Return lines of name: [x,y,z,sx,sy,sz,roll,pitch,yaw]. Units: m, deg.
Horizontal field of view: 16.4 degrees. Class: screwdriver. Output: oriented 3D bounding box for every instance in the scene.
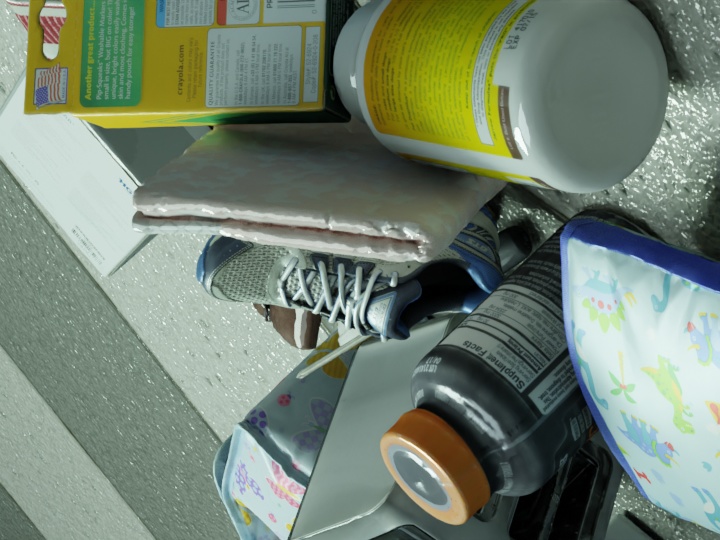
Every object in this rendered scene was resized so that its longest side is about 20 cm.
screwdriver: [0.030,0.022,1.648,0.199,0.028,0.029,-27,84,29]

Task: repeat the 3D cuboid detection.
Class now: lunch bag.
lunch bag: [-0.017,0.128,1.850,0.127,0.170,0.200,41,157,13]
lunch bag: [0.210,0.058,1.399,0.170,0.128,0.200,21,154,48]

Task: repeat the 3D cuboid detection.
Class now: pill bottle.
pill bottle: [0.102,0.062,1.499,0.106,0.200,0.106,39,156,21]
pill bottle: [0.072,-0.108,1.403,0.199,0.109,0.110,14,140,52]

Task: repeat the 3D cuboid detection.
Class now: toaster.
toaster: [0.070,0.140,1.662,0.181,0.201,0.118,37,145,-25]

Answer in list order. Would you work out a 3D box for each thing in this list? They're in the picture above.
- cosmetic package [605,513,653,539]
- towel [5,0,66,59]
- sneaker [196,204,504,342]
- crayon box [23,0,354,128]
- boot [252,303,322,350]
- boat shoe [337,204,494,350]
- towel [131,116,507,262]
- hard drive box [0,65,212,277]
cosmetic package: [0.175,0.319,1.769,0.165,0.200,0.165,39,155,22]
towel: [-0.143,-0.147,1.665,0.143,0.023,0.200,3,165,10]
sneaker: [0.000,0.000,1.528,0.077,0.199,0.085,102,156,-43]
crayon box: [-0.103,-0.153,1.517,0.199,0.127,0.052,0,174,20]
boot: [-0.022,-0.024,1.662,0.200,0.072,0.168,-137,47,-58]
boat shoe: [0.026,-0.014,1.687,0.070,0.071,0.200,55,145,13]
towel: [-0.014,-0.053,1.475,0.190,0.200,0.032,6,112,18]
hard drive box: [-0.200,-0.096,1.940,0.156,0.077,0.200,49,157,-3]
